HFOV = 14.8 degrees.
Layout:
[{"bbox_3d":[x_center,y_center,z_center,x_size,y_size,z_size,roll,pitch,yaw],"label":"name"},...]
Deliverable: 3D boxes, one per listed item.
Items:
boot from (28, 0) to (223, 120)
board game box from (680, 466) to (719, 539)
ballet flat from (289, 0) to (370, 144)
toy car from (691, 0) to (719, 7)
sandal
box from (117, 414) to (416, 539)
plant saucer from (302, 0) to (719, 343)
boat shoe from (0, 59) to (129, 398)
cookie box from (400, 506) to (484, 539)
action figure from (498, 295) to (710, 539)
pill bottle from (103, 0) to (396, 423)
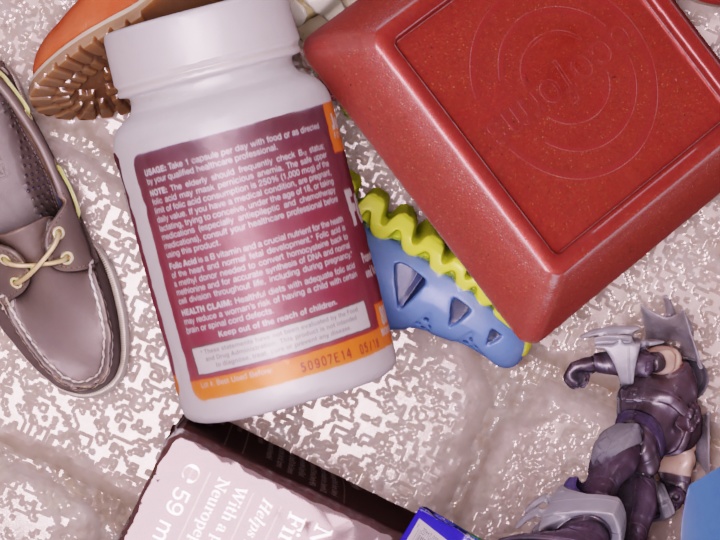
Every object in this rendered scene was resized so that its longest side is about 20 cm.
[{"bbox_3d":[-0.108,-0.163,1.475,0.200,0.075,0.107,-38,55,25],"label":"boot"},{"bbox_3d":[0.222,0.166,1.464,0.200,0.039,0.159,-25,99,-43],"label":"board game box"},{"bbox_3d":[-0.006,-0.131,1.485,0.076,0.064,0.200,-44,90,0],"label":"ballet flat"},{"bbox_3d":[0.233,-0.216,1.416,0.177,0.200,0.185,-34,91,-5],"label":"toy car"},{"bbox_3d":[0.000,0.000,1.484,0.200,0.079,0.087,31,96,7],"label":"sandal"},{"bbox_3d":[-0.039,0.189,1.434,0.199,0.164,0.166,25,90,-1],"label":"box"},{"bbox_3d":[0.103,-0.097,1.462,0.199,0.037,0.200,-38,91,-24],"label":"plant saucer"},{"bbox_3d":[-0.181,-0.024,1.485,0.072,0.060,0.201,-21,90,-1],"label":"boat shoe"},{"bbox_3d":[0.077,0.236,1.324,0.200,0.075,0.172,31,89,-18],"label":"cookie box"},{"bbox_3d":[0.139,0.098,1.441,0.069,0.200,0.130,-8,122,29],"label":"action figure"},{"bbox_3d":[-0.059,-0.033,1.396,0.114,0.114,0.201,-14,94,-1],"label":"pill bottle"}]
